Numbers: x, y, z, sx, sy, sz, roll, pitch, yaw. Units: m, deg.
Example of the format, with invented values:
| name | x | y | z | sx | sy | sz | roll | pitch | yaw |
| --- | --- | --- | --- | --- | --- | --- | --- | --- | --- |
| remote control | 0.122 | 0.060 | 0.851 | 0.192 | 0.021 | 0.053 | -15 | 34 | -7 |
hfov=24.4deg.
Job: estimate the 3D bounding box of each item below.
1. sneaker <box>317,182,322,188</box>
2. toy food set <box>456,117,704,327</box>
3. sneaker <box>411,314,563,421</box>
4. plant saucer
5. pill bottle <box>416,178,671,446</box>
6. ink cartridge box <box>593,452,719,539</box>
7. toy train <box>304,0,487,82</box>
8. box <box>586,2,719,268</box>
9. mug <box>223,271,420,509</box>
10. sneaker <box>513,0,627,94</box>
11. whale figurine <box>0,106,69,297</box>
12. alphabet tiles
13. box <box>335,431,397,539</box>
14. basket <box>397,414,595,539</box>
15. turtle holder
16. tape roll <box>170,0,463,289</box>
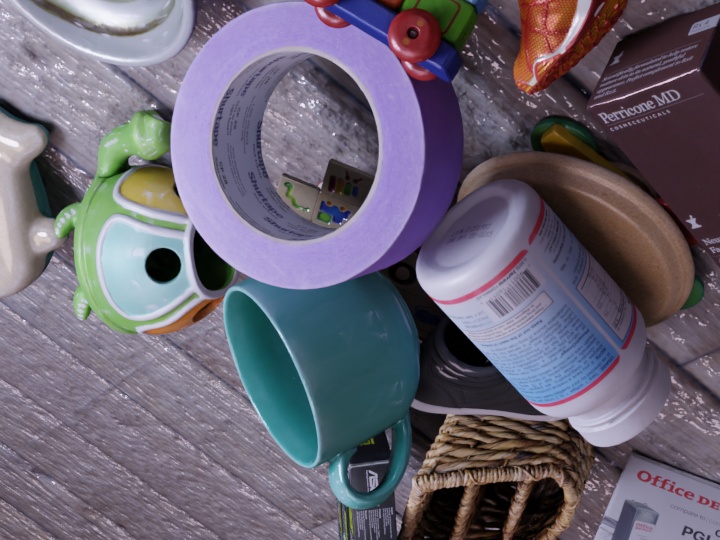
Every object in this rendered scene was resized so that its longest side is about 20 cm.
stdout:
| name | x | y | z | sx | sy | sz | roll | pitch | yaw |
| --- | --- | --- | --- | --- | --- | --- | --- | --- | --- |
| sneaker | 0.013 | 0.010 | 1.403 | 0.076 | 0.073 | 0.201 | 11 | 143 | 31 |
| toy food set | 0.168 | -0.023 | 1.272 | 0.199 | 0.049 | 0.198 | 37 | 147 | -10 |
| sneaker | 0.135 | 0.072 | 1.341 | 0.198 | 0.071 | 0.099 | -1 | 155 | -15 |
| plant saucer | -0.203 | -0.244 | 1.262 | 0.198 | 0.050 | 0.201 | 20 | 147 | 14 |
| pill bottle | 0.140 | 0.036 | 1.228 | 0.108 | 0.109 | 0.200 | -15 | 127 | 48 |
| ink cartridge box | 0.267 | 0.279 | 1.463 | 0.144 | 0.201 | 0.085 | 19 | 141 | 15 |
| toy train | -0.001 | -0.219 | 1.089 | 0.199 | 0.116 | 0.085 | 32 | -178 | 9 |
| box | 0.254 | -0.075 | 1.112 | 0.200 | 0.075 | 0.100 | 47 | 144 | -21 |
| mug | -0.019 | 0.075 | 1.311 | 0.152 | 0.114 | 0.187 | 31 | 140 | 55 |
| sneaker | 0.132 | -0.193 | 1.070 | 0.077 | 0.073 | 0.201 | 44 | 148 | 19 |
| whale figurine | -0.340 | -0.073 | 1.584 | 0.158 | 0.104 | 0.201 | 25 | 123 | 7 |
| alphabet tiles | 0.000 | 0.000 | 1.347 | 0.165 | 0.006 | 0.201 | 22 | 135 | 3 |
| box | 0.004 | 0.223 | 1.555 | 0.047 | 0.193 | 0.202 | -6 | 111 | -7 |
| basket | 0.126 | 0.207 | 1.527 | 0.142 | 0.150 | 0.201 | 24 | 146 | 9 |
| turtle holder | -0.173 | -0.036 | 1.465 | 0.131 | 0.188 | 0.140 | 2 | 171 | 37 |
| tape roll | -0.031 | -0.091 | 1.199 | 0.198 | 0.085 | 0.202 | 4 | 99 | 22 |
